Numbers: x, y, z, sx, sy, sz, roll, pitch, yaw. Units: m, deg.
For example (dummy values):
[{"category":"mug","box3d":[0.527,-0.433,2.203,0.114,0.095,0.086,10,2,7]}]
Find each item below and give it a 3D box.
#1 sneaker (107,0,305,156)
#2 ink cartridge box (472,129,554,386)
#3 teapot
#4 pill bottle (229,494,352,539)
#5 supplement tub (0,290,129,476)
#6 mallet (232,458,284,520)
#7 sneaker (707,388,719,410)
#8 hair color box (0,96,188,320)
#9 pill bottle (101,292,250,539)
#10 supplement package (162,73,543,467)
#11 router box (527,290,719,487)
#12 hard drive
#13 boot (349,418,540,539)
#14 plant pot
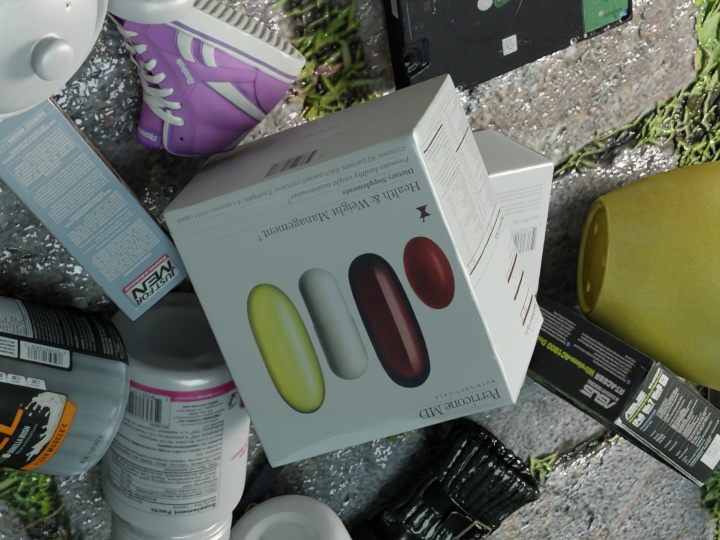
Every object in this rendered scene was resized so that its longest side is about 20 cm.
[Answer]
[{"category":"sneaker","box3d":[-0.135,-0.138,1.265,0.200,0.073,0.114,27,108,-42]},{"category":"ink cartridge box","box3d":[0.064,0.005,1.458,0.145,0.083,0.201,-13,120,-35]},{"category":"teapot","box3d":[-0.216,-0.160,1.086,0.200,0.146,0.197,-50,154,-4]},{"category":"pill bottle","box3d":[-0.040,0.285,1.595,0.111,0.111,0.200,-33,141,-8]},{"category":"supplement tub","box3d":[-0.272,0.072,1.292,0.199,0.123,0.123,14,113,-38]},{"category":"mallet","box3d":[-0.058,0.127,1.532,0.066,0.041,0.200,24,110,-43]},{"category":"sneaker","box3d":[0.399,0.137,1.826,0.085,0.073,0.200,-58,134,-32]},{"category":"hair color box","box3d":[-0.202,-0.064,1.254,0.061,0.099,0.200,-39,134,-3]},{"category":"pill bottle","box3d":[-0.142,0.128,1.422,0.113,0.113,0.201,-12,128,-26]},{"category":"supplement package","box3d":[0.000,0.000,1.302,0.190,0.147,0.201,-17,106,19]},{"category":"router box","box3d":[0.198,0.088,1.553,0.150,0.200,0.062,35,88,-44]},{"category":"hard drive","box3d":[0.110,-0.218,1.388,0.199,0.038,0.140,-24,132,-16]},{"category":"boot","box3d":[0.104,0.239,1.684,0.158,0.079,0.211,-45,134,3]},{"category":"plant pot","box3d":[0.261,-0.002,1.558,0.141,0.200,0.201,6,121,-7]}]
